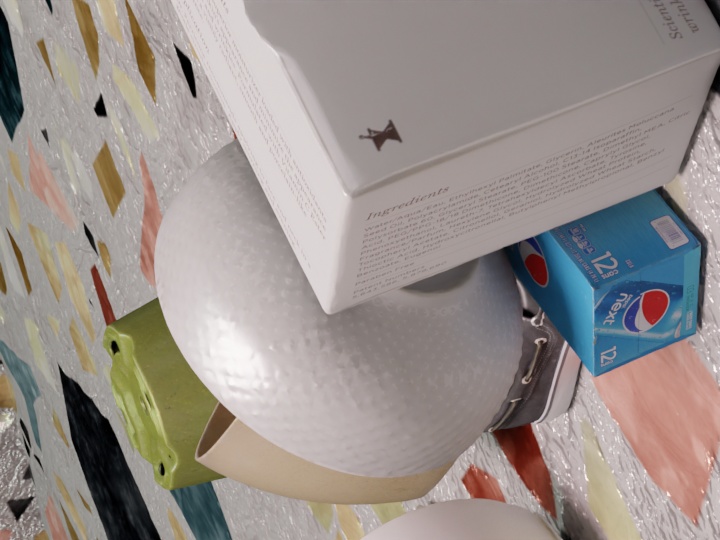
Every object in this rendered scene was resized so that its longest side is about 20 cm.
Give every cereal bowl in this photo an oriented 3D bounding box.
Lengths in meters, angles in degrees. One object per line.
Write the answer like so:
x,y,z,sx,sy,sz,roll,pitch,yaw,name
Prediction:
0.000,0.000,1.312,0.083,0.200,0.200,-54,54,41,cereal bowl

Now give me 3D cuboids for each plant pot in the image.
0.005,0.070,1.629,0.134,0.201,0.200,33,164,-6,plant pot
-0.072,0.063,1.810,0.200,0.189,0.201,160,90,-74,plant pot

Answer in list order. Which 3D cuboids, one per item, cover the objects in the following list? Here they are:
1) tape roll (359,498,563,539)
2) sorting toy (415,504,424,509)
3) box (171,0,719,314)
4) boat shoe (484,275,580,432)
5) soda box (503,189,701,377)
0.056,0.240,1.595,0.071,0.202,0.203,-132,27,-52,tape roll
0.062,0.258,1.825,0.200,0.106,0.181,177,92,-73,sorting toy
0.035,-0.119,1.238,0.131,0.199,0.199,101,145,-64,box
0.087,0.029,1.479,0.070,0.066,0.200,61,161,28,boat shoe
0.100,-0.041,1.358,0.068,0.064,0.200,84,159,-45,soda box
